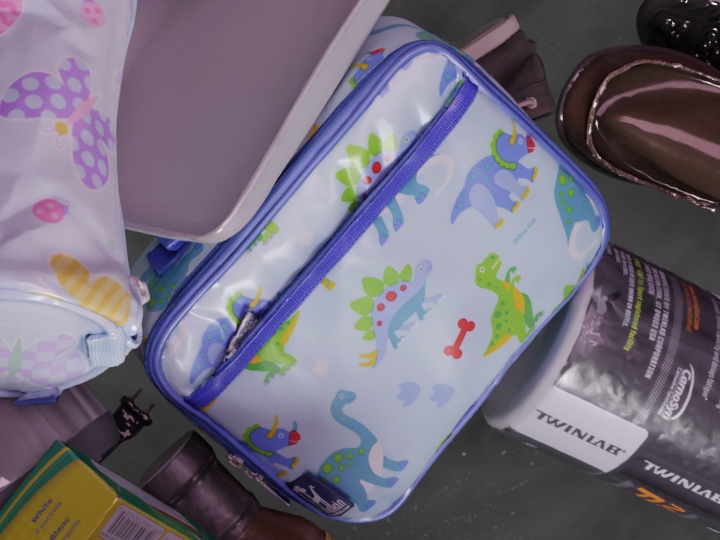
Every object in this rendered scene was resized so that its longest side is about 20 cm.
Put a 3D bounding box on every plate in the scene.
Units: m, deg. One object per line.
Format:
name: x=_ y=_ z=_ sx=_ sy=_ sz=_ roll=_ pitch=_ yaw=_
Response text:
plate: x=-0.066 y=-0.092 z=0.747 sx=0.032 sy=0.198 sz=0.201 roll=47 pitch=64 yaw=-36

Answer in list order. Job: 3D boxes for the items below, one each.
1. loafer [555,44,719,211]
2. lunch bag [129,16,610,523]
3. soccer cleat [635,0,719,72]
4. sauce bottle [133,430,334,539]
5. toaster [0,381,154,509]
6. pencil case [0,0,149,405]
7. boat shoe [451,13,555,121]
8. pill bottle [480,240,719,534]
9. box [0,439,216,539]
loafer: x=0.197 y=-0.065 z=0.883 sx=0.198 sy=0.071 sz=0.074 roll=13 pitch=100 yaw=-18
lunch bag: x=0.000 y=0.000 z=0.752 sx=0.200 sy=0.082 sz=0.161 roll=-47 pitch=120 yaw=-1
soccer cleat: x=0.241 y=-0.125 z=0.937 sx=0.198 sy=0.068 sz=0.074 roll=15 pitch=49 yaw=-13
sauce bottle: x=-0.021 y=0.157 z=0.766 sx=0.200 sy=0.065 sz=0.065 roll=47 pitch=67 yaw=-8
toaster: x=-0.193 y=0.065 z=0.695 sx=0.199 sy=0.114 sz=0.130 roll=-37 pitch=91 yaw=-23
pencil case: x=-0.130 y=-0.053 z=0.664 sx=0.090 sy=0.083 sz=0.202 roll=-9 pitch=60 yaw=6
boat shoe: x=0.017 y=-0.052 z=0.823 sx=0.199 sy=0.067 sz=0.057 roll=-37 pitch=100 yaw=-20
pill bottle: x=0.166 y=0.067 z=0.835 sx=0.198 sy=0.106 sz=0.107 roll=25 pitch=71 yaw=-15
box: x=-0.139 y=0.175 z=0.673 sx=0.201 sy=0.048 sz=0.117 roll=-53 pitch=144 yaw=-6
